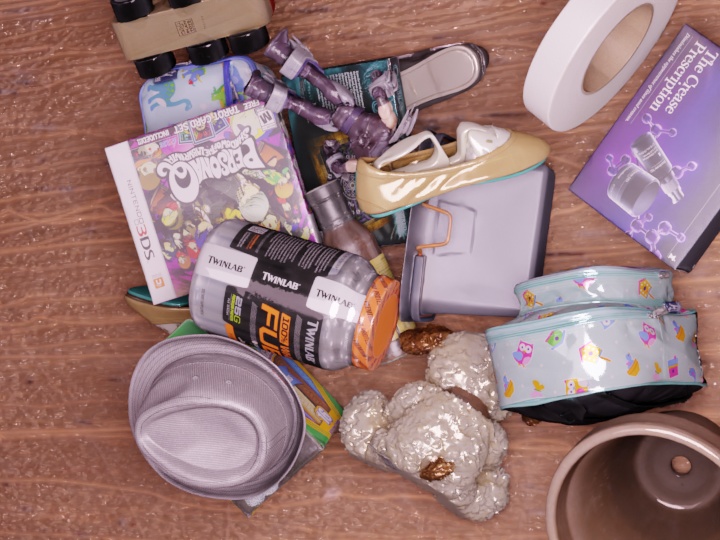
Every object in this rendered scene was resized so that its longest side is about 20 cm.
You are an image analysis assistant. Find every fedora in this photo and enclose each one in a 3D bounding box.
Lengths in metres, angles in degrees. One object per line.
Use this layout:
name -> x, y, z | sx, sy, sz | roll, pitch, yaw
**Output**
fedora -> -0.159, 0.160, 1.527 | 0.198, 0.090, 0.179 | 12, 105, 10

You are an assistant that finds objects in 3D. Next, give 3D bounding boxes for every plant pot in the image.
plant pot -> 0.290, 0.214, 1.427 | 0.198, 0.174, 0.202 | 5, 105, 19

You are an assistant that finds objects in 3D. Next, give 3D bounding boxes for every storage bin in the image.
storage bin -> 0.124, -0.039, 1.554 | 0.133, 0.145, 0.202 | 7, 90, 14

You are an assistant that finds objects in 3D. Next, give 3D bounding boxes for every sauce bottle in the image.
sauce bottle -> 0.000, 0.000, 1.613 | 0.064, 0.065, 0.202 | -21, 95, 21

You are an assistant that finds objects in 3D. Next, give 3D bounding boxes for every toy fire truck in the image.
toy fire truck -> -0.188, -0.332, 1.717 | 0.174, 0.201, 0.130 | -13, 120, 12

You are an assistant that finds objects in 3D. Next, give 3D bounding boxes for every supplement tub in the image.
supplement tub -> -0.065, 0.029, 1.543 | 0.198, 0.122, 0.124 | 16, 94, 17

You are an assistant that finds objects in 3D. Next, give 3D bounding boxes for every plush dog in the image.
plush dog -> 0.097, 0.142, 1.535 | 0.199, 0.161, 0.173 | 29, 75, -1

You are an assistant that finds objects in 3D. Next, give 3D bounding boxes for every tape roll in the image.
tape roll -> 0.239, -0.227, 1.471 | 0.037, 0.202, 0.203 | 41, 103, 20

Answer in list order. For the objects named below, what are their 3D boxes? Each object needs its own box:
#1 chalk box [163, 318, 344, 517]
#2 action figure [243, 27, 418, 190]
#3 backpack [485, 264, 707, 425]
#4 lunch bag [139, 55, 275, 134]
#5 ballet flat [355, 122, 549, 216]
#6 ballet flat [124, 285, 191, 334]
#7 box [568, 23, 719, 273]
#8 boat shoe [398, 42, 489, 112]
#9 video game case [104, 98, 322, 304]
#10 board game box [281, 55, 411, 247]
chalk box -> -0.134, 0.139, 1.630 | 0.125, 0.124, 0.200 | -43, 91, 17
action figure -> -0.021, -0.168, 1.579 | 0.199, 0.069, 0.131 | 35, 108, -3
backpack -> 0.219, 0.073, 1.444 | 0.175, 0.199, 0.155 | -12, 88, 39
lunch bag -> -0.163, -0.139, 1.711 | 0.159, 0.082, 0.202 | -6, 86, 20
ballet flat -> 0.089, -0.109, 1.461 | 0.198, 0.069, 0.064 | -19, 117, -8
ballet flat -> -0.185, 0.055, 1.720 | 0.198, 0.069, 0.064 | 4, 103, 25
box -> 0.325, -0.119, 1.494 | 0.141, 0.079, 0.201 | 38, 102, 18
boat shoe -> 0.050, -0.202, 1.639 | 0.198, 0.057, 0.067 | -13, 98, 27
video game case -> -0.159, -0.078, 1.639 | 0.198, 0.036, 0.183 | -17, 93, 6
board game box -> -0.006, -0.124, 1.636 | 0.134, 0.028, 0.202 | -5, 101, 25
